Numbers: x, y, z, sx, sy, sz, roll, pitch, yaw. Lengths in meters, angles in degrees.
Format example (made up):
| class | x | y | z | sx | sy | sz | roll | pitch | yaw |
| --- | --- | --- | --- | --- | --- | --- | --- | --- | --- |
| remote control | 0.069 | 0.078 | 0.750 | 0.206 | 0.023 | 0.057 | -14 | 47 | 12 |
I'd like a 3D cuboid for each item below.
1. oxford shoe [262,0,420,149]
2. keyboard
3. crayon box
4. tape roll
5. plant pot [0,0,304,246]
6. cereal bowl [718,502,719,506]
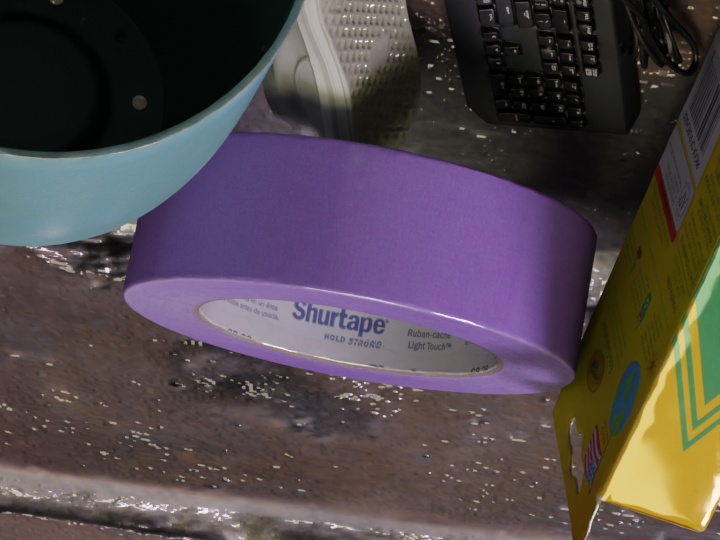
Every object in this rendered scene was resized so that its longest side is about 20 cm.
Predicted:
| class | x | y | z | sx | sy | sz | roll | pitch | yaw |
| --- | --- | --- | --- | --- | --- | --- | --- | --- | --- |
| oxford shoe | -0.015 | -0.119 | 1.095 | 0.058 | 0.075 | 0.200 | 28 | 148 | 24 |
| keyboard | 0.079 | -0.117 | 1.093 | 0.104 | 0.040 | 0.200 | 1 | 143 | 14 |
| crayon box | 0.139 | 0.015 | 1.118 | 0.051 | 0.127 | 0.201 | 17 | 117 | -9 |
| tape roll | 0.000 | 0.000 | 1.178 | 0.199 | 0.066 | 0.200 | 10 | 169 | 2 |
| plant pot | -0.127 | -0.102 | 1.045 | 0.200 | 0.201 | 0.161 | 14 | 156 | -5 |
| cereal bowl | 0.242 | 0.043 | 1.218 | 0.199 | 0.084 | 0.200 | 3 | 144 | 2 |
